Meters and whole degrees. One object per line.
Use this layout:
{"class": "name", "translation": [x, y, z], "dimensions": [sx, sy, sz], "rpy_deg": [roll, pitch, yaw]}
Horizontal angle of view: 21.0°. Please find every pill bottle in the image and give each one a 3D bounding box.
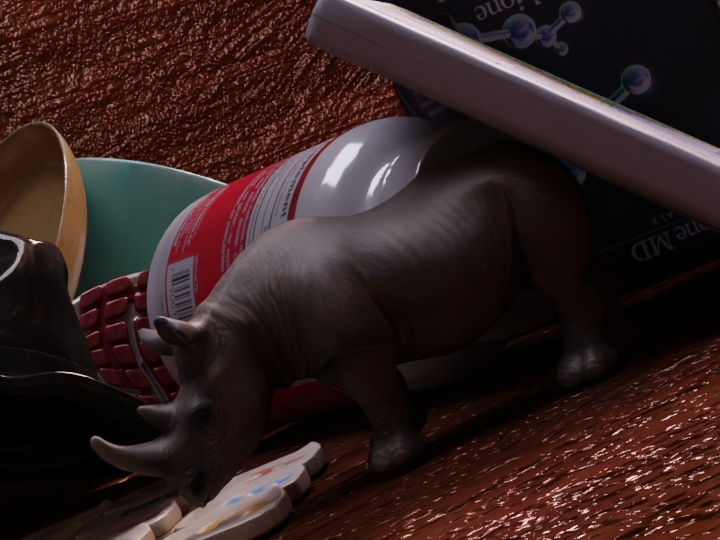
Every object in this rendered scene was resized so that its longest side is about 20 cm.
{"class": "pill bottle", "translation": [0.000, 0.000, 0.823], "dimensions": [0.112, 0.113, 0.199], "rpy_deg": [-25, 4, -35]}

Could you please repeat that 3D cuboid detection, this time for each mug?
{"class": "mug", "translation": [-0.110, 0.016, 1.065], "dimensions": [0.151, 0.116, 0.185], "rpy_deg": [19, -16, -25]}

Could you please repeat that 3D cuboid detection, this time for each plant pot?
{"class": "plant pot", "translation": [-0.193, 0.020, 1.014], "dimensions": [0.027, 0.202, 0.199], "rpy_deg": [23, -23, -28]}

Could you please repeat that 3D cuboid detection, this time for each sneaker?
{"class": "sneaker", "translation": [-0.066, 0.041, 0.951], "dimensions": [0.198, 0.079, 0.082], "rpy_deg": [-6, -12, -24]}

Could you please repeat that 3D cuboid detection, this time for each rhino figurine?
{"class": "rhino figurine", "translation": [0.000, 0.021, 0.662], "dimensions": [0.198, 0.088, 0.060], "rpy_deg": [-22, 4, -15]}

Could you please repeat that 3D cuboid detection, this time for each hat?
{"class": "hat", "translation": [-0.147, 0.030, 0.754], "dimensions": [0.198, 0.082, 0.201], "rpy_deg": [6, -17, 2]}

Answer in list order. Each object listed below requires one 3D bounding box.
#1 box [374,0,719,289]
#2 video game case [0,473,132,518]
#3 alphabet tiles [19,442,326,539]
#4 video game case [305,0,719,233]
{"class": "box", "translation": [0.098, -0.094, 0.898], "dimensions": [0.147, 0.202, 0.107], "rpy_deg": [-22, 4, 14]}
{"class": "video game case", "translation": [-0.208, 0.110, 0.947], "dimensions": [0.199, 0.018, 0.143], "rpy_deg": [-21, -15, 32]}
{"class": "alphabet tiles", "translation": [-0.109, 0.107, 0.697], "dimensions": [0.194, 0.015, 0.200], "rpy_deg": [-22, 3, 9]}
{"class": "video game case", "translation": [0.085, -0.054, 0.734], "dimensions": [0.182, 0.199, 0.022], "rpy_deg": [-39, -27, -80]}
